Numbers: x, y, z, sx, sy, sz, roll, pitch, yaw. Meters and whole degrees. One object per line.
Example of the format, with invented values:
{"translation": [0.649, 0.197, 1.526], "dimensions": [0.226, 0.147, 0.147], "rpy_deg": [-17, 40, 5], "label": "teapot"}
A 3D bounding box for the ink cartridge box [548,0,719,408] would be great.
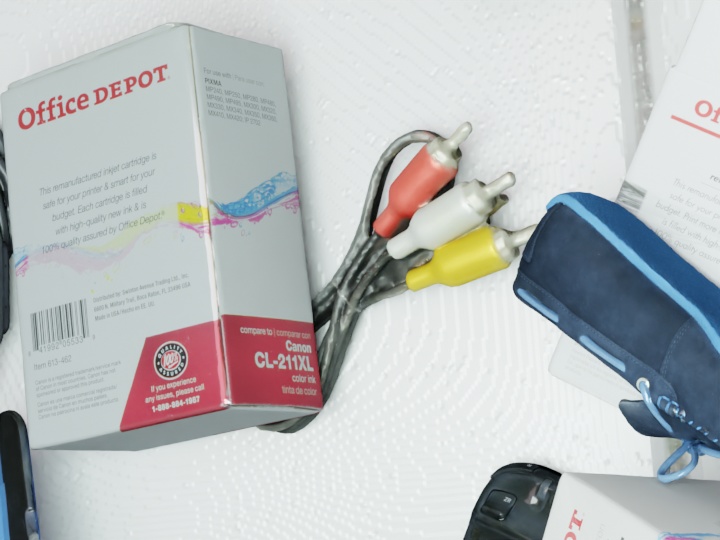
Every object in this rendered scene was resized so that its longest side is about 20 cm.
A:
{"translation": [0.184, -0.019, 0.996], "dimensions": [0.116, 0.067, 0.201], "rpy_deg": [26, 100, 26], "label": "ink cartridge box"}

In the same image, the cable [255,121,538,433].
{"translation": [0.000, 0.000, 1.098], "dimensions": [0.200, 0.050, 0.097], "rpy_deg": [-38, 72, 16], "label": "cable"}

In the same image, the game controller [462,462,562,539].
{"translation": [0.133, 0.174, 1.026], "dimensions": [0.200, 0.042, 0.105], "rpy_deg": [25, 109, 26], "label": "game controller"}

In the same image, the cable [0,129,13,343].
{"translation": [-0.273, -0.014, 1.238], "dimensions": [0.163, 0.051, 0.201], "rpy_deg": [-8, 83, 30], "label": "cable"}

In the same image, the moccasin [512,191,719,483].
{"translation": [0.147, 0.047, 0.942], "dimensions": [0.200, 0.080, 0.068], "rpy_deg": [49, 115, 34], "label": "moccasin"}

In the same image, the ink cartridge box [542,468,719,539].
{"translation": [0.156, 0.173, 0.886], "dimensions": [0.200, 0.125, 0.129], "rpy_deg": [30, 109, 53], "label": "ink cartridge box"}

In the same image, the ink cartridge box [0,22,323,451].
{"translation": [-0.107, -0.013, 1.119], "dimensions": [0.145, 0.083, 0.201], "rpy_deg": [-14, 77, 37], "label": "ink cartridge box"}

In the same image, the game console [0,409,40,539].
{"translation": [-0.259, 0.188, 1.123], "dimensions": [0.200, 0.171, 0.119], "rpy_deg": [-36, 86, 40], "label": "game console"}
